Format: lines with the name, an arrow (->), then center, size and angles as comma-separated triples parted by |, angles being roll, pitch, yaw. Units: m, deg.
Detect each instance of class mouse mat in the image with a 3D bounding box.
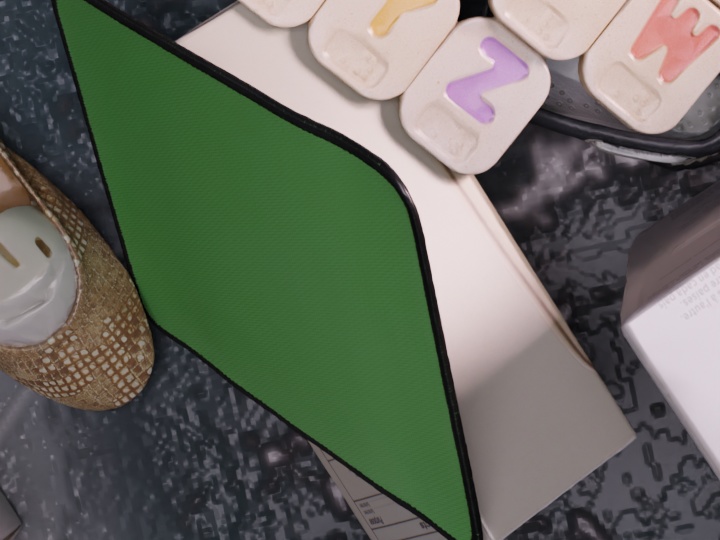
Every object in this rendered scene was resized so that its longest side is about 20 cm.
mouse mat -> -0.033, -0.004, 0.857 | 0.008, 0.200, 0.162 | -34, 133, -25

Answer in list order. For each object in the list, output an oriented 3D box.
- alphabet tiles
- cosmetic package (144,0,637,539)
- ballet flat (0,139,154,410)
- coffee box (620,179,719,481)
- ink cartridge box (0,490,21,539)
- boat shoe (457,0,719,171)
alphabet tiles -> 0.052, -0.140, 0.834 | 0.200, 0.015, 0.196 | 38, 96, -8
cosmetic package -> 0.000, 0.000, 0.896 | 0.073, 0.103, 0.201 | -34, 93, -22
ballet flat -> -0.153, -0.025, 0.937 | 0.070, 0.065, 0.200 | -41, 90, 9
coffee box -> 0.220, 0.031, 0.834 | 0.199, 0.200, 0.198 | -34, 92, 9
ink cartridge box -> -0.253, 0.098, 0.952 | 0.199, 0.083, 0.146 | -33, 92, 9
boat shoe -> 0.049, -0.095, 0.910 | 0.199, 0.060, 0.076 | 19, 98, 4
